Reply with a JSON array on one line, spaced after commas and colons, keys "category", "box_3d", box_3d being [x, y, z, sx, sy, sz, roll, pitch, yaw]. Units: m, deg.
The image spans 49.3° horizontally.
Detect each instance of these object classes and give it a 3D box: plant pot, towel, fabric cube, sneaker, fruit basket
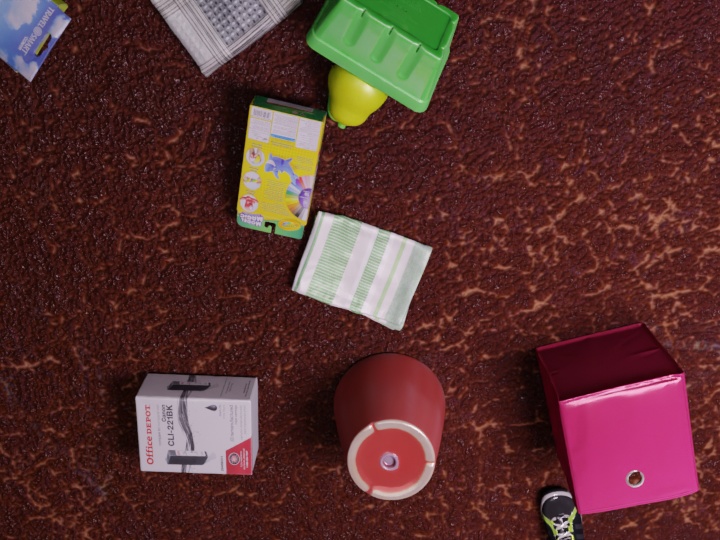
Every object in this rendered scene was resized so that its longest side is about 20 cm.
[{"category": "plant pot", "box_3d": [0.048, 0.264, 1.288, 0.195, 0.178, 0.205, 0, 110, 1]}, {"category": "towel", "box_3d": [-0.209, -0.419, 1.132, 0.190, 0.035, 0.202, -31, 105, 11]}, {"category": "fabric cube", "box_3d": [0.406, 0.232, 1.257, 0.191, 0.201, 0.204, -12, 108, 7]}, {"category": "sneaker", "box_3d": [0.376, 0.487, 1.407, 0.070, 0.083, 0.204, -17, 108, 6]}, {"category": "towel", "box_3d": [0.000, 0.000, 1.279, 0.196, 0.023, 0.155, 19, 108, -5]}, {"category": "fruit basket", "box_3d": [0.020, -0.308, 1.132, 0.211, 0.158, 0.217, 18, 150, 11]}]

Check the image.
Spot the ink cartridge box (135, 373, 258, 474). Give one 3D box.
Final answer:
[{"category": "ink cartridge box", "box_3d": [-0.277, 0.262, 1.342, 0.195, 0.084, 0.148, 2, 110, 1]}]

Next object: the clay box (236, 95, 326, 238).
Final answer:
[{"category": "clay box", "box_3d": [-0.124, -0.154, 1.201, 0.112, 0.048, 0.204, 12, 122, -2]}]

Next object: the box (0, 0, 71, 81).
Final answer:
[{"category": "box", "box_3d": [-0.525, -0.389, 1.141, 0.199, 0.048, 0.122, 39, 106, -12]}]
